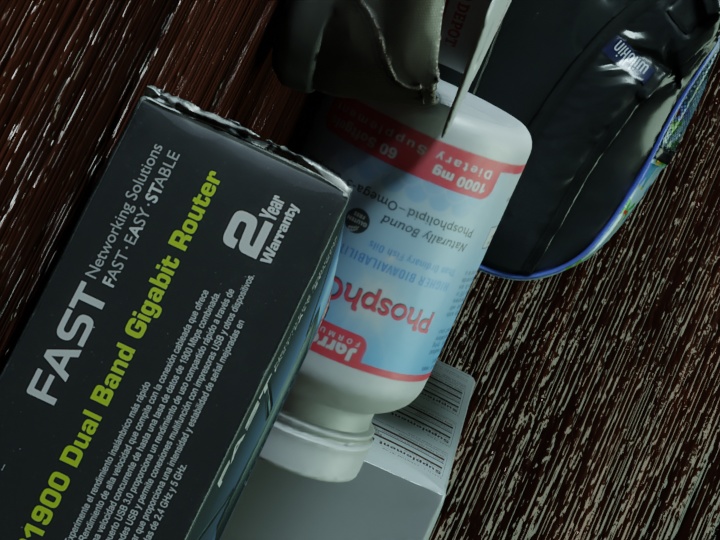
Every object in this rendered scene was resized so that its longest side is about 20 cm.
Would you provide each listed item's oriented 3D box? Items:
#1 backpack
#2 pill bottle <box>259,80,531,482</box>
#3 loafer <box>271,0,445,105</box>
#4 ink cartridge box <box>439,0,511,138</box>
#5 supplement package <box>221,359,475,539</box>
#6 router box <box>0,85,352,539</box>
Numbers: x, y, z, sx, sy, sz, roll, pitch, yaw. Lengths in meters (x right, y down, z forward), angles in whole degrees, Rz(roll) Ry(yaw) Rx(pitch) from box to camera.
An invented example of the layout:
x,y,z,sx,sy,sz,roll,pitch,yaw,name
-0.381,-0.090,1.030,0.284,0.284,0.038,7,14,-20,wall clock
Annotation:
x,y,z,sx,sy,sz,roll,pitch,yaw,name
0.088,-0.099,1.215,0.200,0.183,0.147,-63,178,3,backpack
0.000,0.000,1.108,0.109,0.109,0.200,-58,171,-78,pill bottle
0.037,-0.147,0.786,0.073,0.071,0.200,-56,171,-80,loafer
0.056,-0.176,1.029,0.116,0.068,0.200,108,6,-61,ink cartridge box
-0.039,0.148,1.335,0.200,0.147,0.191,-64,178,-72,supplement package
-0.071,0.067,0.598,0.150,0.062,0.200,101,14,-78,router box
